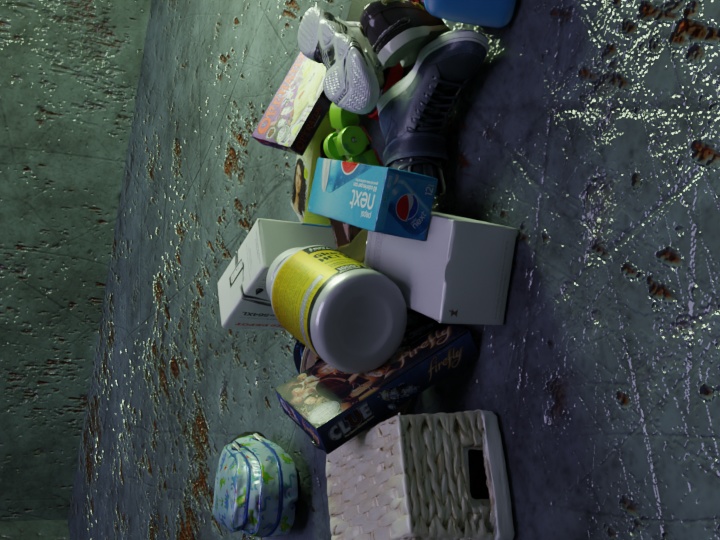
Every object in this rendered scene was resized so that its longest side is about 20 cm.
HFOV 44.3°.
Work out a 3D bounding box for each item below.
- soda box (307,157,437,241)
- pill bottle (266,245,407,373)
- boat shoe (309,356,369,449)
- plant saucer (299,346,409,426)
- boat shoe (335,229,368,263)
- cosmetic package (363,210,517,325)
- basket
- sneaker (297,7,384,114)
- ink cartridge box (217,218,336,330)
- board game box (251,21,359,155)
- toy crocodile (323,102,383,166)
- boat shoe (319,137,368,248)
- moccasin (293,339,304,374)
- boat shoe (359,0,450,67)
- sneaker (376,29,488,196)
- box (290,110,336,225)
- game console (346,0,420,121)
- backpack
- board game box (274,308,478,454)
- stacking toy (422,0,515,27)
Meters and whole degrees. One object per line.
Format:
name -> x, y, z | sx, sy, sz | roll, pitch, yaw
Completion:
soda box -> 0.008, -0.083, 0.991 | 0.200, 0.063, 0.069 | 22, 101, 64
pill bottle -> -0.037, 0.035, 1.013 | 0.200, 0.111, 0.114 | 28, 110, 61
boat shoe -> -0.023, 0.121, 1.078 | 0.073, 0.063, 0.204 | -12, 67, 42
plant saucer -> -0.013, 0.125, 1.130 | 0.198, 0.032, 0.203 | -16, 65, 38
boat shoe -> 0.000, -0.001, 1.157 | 0.200, 0.066, 0.072 | -38, 31, 48
cosmetic package -> 0.080, -0.011, 0.986 | 0.200, 0.084, 0.109 | 24, 107, 63
basket -> 0.054, 0.237, 0.946 | 0.200, 0.122, 0.137 | -42, 48, 55
sneaker -> 0.003, -0.259, 1.112 | 0.076, 0.114, 0.201 | -60, 41, 29
ink cartridge box -> -0.116, 0.013, 1.324 | 0.200, 0.144, 0.085 | -50, 44, 51
board game box -> -0.071, -0.263, 1.254 | 0.120, 0.032, 0.202 | 21, 81, 57
toy crocodile -> 0.004, -0.131, 1.160 | 0.067, 0.061, 0.202 | -4, 108, 67
boat shoe -> -0.031, -0.092, 1.246 | 0.075, 0.074, 0.205 | -34, 55, 58
moccasin -> -0.059, 0.128, 1.250 | 0.200, 0.079, 0.069 | -153, 57, -62
boat shoe -> 0.052, -0.275, 1.008 | 0.071, 0.201, 0.061 | -37, 91, 21
sneaker -> 0.087, -0.168, 1.010 | 0.202, 0.076, 0.148 | 142, 130, -57
box -> -0.063, -0.170, 1.325 | 0.075, 0.049, 0.202 | -124, 38, -52
game console -> 0.019, -0.315, 1.248 | 0.200, 0.031, 0.179 | 46, 123, 58
backpack -> -0.166, 0.346, 1.393 | 0.199, 0.152, 0.166 | 6, 84, 52
board game box -> 0.014, 0.114, 0.985 | 0.135, 0.199, 0.035 | 21, 139, 63
stacking toy -> 0.100, -0.341, 1.016 | 0.200, 0.108, 0.118 | -134, 52, -72
